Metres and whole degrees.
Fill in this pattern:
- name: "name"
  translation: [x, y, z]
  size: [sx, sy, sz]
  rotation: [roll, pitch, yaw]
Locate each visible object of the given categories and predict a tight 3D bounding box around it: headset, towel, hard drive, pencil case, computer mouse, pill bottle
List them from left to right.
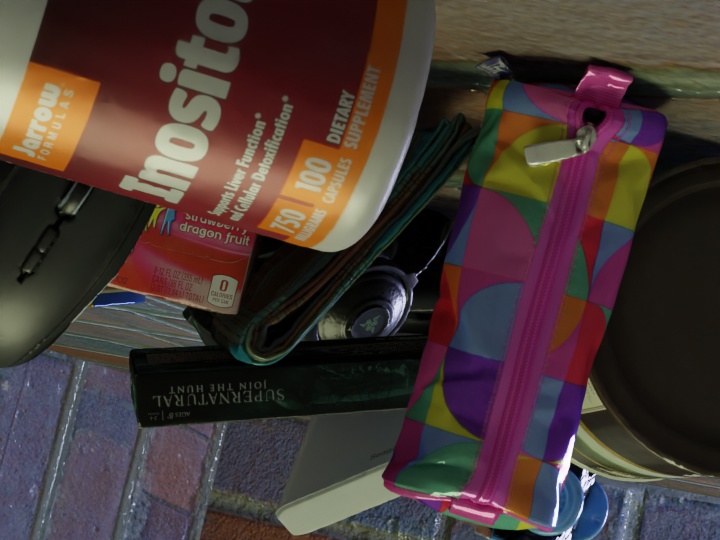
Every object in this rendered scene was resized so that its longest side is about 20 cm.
- name: "computer mouse"
  translation: [-0.156, -0.041, 0.930]
  size: [0.140, 0.200, 0.046]
  rotation: [38, -156, -17]
- name: "pill bottle"
  translation: [-0.083, -0.084, 0.756]
  size: [0.199, 0.113, 0.113]
  rotation: [15, 172, -14]
- name: "towel"
  translation: [-0.015, -0.015, 1.011]
  size: [0.022, 0.147, 0.200]
  rotation: [44, 174, -8]
- name: "headset"
  translation: [0.000, 0.000, 1.195]
  size: [0.199, 0.124, 0.094]
  rotation: [-12, 139, 12]
- name: "hard drive"
  translation: [0.026, 0.071, 1.306]
  size: [0.132, 0.200, 0.027]
  rotation: [-26, 116, 29]
- name: "pencil case"
  translation: [0.070, 0.011, 0.898]
  size: [0.088, 0.201, 0.088]
  rotation: [14, -179, 0]

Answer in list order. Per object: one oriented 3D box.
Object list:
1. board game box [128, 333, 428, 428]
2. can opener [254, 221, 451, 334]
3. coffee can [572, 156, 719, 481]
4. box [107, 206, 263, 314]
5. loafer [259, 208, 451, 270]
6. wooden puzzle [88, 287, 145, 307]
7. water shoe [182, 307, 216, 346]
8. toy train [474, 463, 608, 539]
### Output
- name: "board game box"
  translation: [-0.016, 0.053, 1.055]
  size: [0.199, 0.028, 0.135]
  rotation: [-3, -177, -7]
- name: "can opener"
  translation: [0.024, 0.015, 1.252]
  size: [0.199, 0.079, 0.063]
  rotation: [-2, 146, 3]
- name: "coffee can"
  translation: [0.160, 0.031, 1.038]
  size: [0.146, 0.147, 0.200]
  rotation: [14, 173, -4]
- name: "box"
  translation: [-0.139, -0.058, 1.010]
  size: [0.199, 0.100, 0.096]
  rotation: [14, -165, -3]
- name: "loafer"
  translation: [-0.033, -0.013, 1.324]
  size: [0.200, 0.068, 0.070]
  rotation: [8, 153, 12]
- name: "wooden puzzle"
  translation: [-0.227, 0.004, 1.311]
  size: [0.199, 0.046, 0.185]
  rotation: [6, -175, 25]
- name: "water shoe"
  translation: [-0.042, 0.006, 1.393]
  size: [0.079, 0.072, 0.200]
  rotation: [45, -148, 5]
- name: "toy train"
  translation: [0.123, 0.091, 1.370]
  size: [0.114, 0.201, 0.087]
  rotation: [22, 178, 26]
